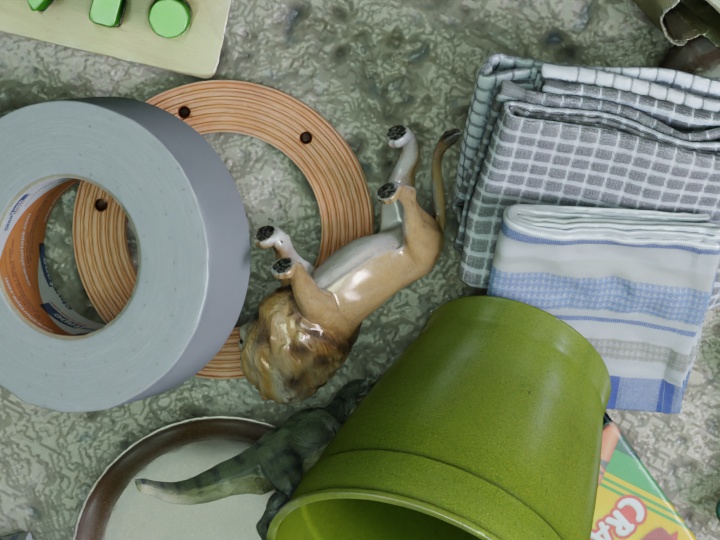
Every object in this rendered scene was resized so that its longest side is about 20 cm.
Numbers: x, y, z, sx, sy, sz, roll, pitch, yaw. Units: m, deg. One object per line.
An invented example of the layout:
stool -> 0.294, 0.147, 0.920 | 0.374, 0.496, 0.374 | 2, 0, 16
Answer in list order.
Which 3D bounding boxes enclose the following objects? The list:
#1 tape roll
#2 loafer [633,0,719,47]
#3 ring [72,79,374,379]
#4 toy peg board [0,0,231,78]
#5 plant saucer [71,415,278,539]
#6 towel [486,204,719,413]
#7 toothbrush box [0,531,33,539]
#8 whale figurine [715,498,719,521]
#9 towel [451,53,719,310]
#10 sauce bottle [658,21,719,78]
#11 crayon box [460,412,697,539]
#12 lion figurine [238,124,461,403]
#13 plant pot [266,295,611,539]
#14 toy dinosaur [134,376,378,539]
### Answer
tape roll -> -0.174, -0.011, 1.712 | 0.200, 0.066, 0.201 | 2, 95, 21
loafer -> 0.200, -0.189, 1.710 | 0.200, 0.076, 0.067 | 26, 73, 21
ring -> -0.091, -0.027, 1.774 | 0.200, 0.019, 0.201 | 0, 96, -2
toy peg board -> -0.170, -0.239, 1.707 | 0.200, 0.098, 0.199 | 13, 96, -4
plant saucer -> -0.094, 0.194, 1.793 | 0.200, 0.032, 0.201 | 0, 96, -2
towel -> 0.153, 0.028, 1.723 | 0.147, 0.200, 0.024 | 4, 52, -2
toothbrush box -> -0.302, 0.269, 1.766 | 0.200, 0.086, 0.146 | -11, 97, -2
whale figurine -> 0.319, 0.103, 1.763 | 0.159, 0.104, 0.200 | 34, 94, -6
towel -> 0.161, -0.053, 1.703 | 0.200, 0.166, 0.086 | 7, 52, -4
sauce bottle -> 0.248, -0.137, 1.754 | 0.200, 0.065, 0.065 | -25, 97, 3
crayon box -> 0.173, 0.212, 1.796 | 0.127, 0.051, 0.200 | -36, 97, 2
lion figurine -> 0.000, 0.000, 1.735 | 0.200, 0.072, 0.123 | -33, 132, -5
plant pot -> 0.068, 0.127, 1.686 | 0.200, 0.200, 0.193 | 29, 55, -5
toy dinosaur -> -0.047, 0.138, 1.734 | 0.200, 0.047, 0.088 | -24, 87, -28
